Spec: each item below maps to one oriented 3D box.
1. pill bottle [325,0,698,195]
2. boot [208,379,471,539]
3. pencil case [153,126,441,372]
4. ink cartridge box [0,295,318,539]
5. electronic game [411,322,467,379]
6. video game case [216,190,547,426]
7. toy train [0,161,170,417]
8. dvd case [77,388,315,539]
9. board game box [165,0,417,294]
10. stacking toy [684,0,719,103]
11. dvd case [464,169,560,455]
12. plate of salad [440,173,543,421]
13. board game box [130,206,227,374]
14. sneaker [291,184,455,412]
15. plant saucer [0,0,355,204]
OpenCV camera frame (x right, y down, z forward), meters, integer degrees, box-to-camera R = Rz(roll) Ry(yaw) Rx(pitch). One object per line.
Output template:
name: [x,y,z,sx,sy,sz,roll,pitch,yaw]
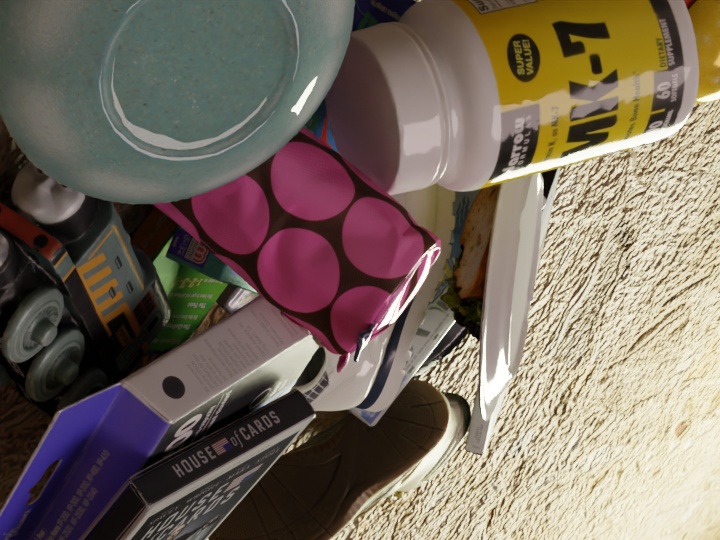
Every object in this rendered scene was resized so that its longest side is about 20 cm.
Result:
pill bottle: [0.087,-0.111,1.464,0.199,0.115,0.115,-16,139,-24]
boot: [-0.010,0.150,1.834,0.199,0.072,0.155,-35,171,7]
pencil case: [-0.056,-0.038,1.403,0.094,0.200,0.091,-51,178,29]
ink cartridge box: [-0.123,0.104,1.469,0.199,0.043,0.198,-29,163,-39]
electronic game: [0.033,0.003,1.762,0.199,0.042,0.201,-31,140,-30]
video game case: [0.017,-0.016,1.674,0.200,0.022,0.182,-52,135,-3]
toy train: [-0.170,0.012,1.402,0.114,0.085,0.200,-53,158,-17]
dvd case: [-0.124,0.156,1.489,0.150,0.025,0.200,-27,164,-47]
board game box: [-0.028,-0.081,1.516,0.152,0.045,0.201,19,94,-63]
stacking toy: [0.220,-0.163,1.690,0.146,0.200,0.147,-38,150,-27]
dvd case: [0.115,0.019,1.868,0.143,0.017,0.201,-65,168,-50]
plate of salad: [0.085,-0.004,1.631,0.200,0.048,0.202,6,90,-81]
board game box: [-0.119,0.009,1.538,0.201,0.030,0.095,-56,153,-1]
sneaker: [0.000,0.000,1.608,0.080,0.076,0.201,4,110,-30]
plant saucer: [-0.088,-0.112,1.283,0.200,0.039,0.202,-14,128,-19]
